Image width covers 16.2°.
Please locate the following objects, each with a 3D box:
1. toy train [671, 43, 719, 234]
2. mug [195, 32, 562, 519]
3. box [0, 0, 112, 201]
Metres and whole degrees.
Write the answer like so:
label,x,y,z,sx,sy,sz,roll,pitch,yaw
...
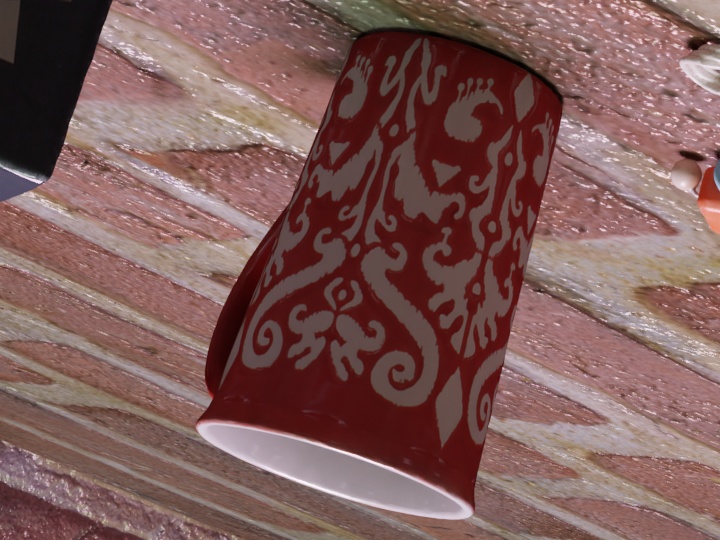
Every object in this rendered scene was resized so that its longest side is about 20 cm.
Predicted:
label,x,y,z,sx,sy,sz,roll,pitch,yaw
toy train,0.199,-0.032,1.131,0.149,0.056,0.200,13,166,17
mug,-0.002,-0.003,1.193,0.177,0.201,0.133,12,166,27
box,-0.174,-0.148,0.830,0.196,0.201,0.117,23,166,-21
